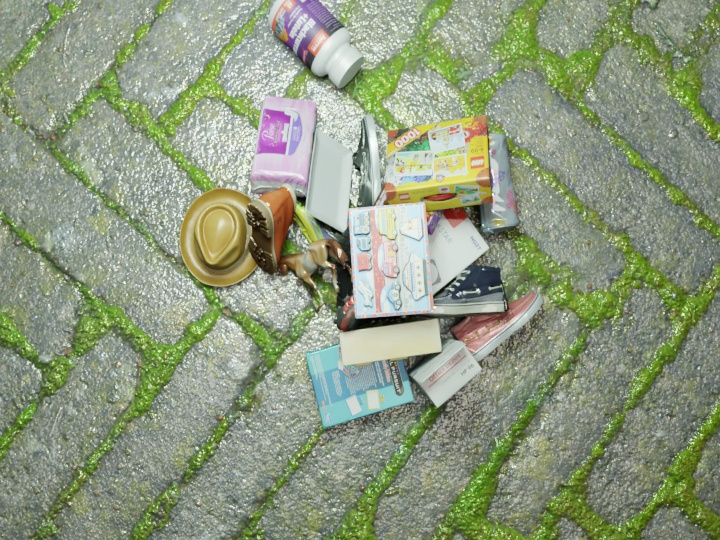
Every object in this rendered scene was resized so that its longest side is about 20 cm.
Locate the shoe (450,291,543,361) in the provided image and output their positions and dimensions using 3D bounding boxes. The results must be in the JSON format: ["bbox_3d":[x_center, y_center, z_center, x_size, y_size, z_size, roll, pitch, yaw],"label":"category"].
[{"bbox_3d":[0.280,0.091,1.284,0.199,0.071,0.092,-40,92,-1],"label":"shoe"}]

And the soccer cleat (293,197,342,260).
[{"bbox_3d":[-0.110,-0.101,1.287,0.199,0.064,0.085,42,127,12],"label":"soccer cleat"}]

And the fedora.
[{"bbox_3d":[-0.287,-0.071,1.267,0.193,0.082,0.208,0,87,-1],"label":"fedora"}]

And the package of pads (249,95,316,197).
[{"bbox_3d":[-0.154,-0.249,1.258,0.116,0.076,0.206,5,65,-2],"label":"package of pads"}]

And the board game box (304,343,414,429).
[{"bbox_3d":[-0.002,0.219,1.277,0.194,0.047,0.156,-15,86,-3],"label":"board game box"}]

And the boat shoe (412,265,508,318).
[{"bbox_3d":[0.194,0.042,1.232,0.193,0.075,0.096,-2,80,-8],"label":"boat shoe"}]

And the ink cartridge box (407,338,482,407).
[{"bbox_3d":[0.163,0.197,1.208,0.115,0.200,0.068,-39,88,-4],"label":"ink cartridge box"}]

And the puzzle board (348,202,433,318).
[{"bbox_3d":[0.056,-0.020,1.149,0.145,0.017,0.208,-5,84,5],"label":"puzzle board"}]

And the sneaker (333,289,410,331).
[{"bbox_3d":[0.044,0.064,1.182,0.197,0.071,0.099,-33,62,-12],"label":"sneaker"}]

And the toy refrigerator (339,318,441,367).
[{"bbox_3d":[0.057,0.143,1.224,0.193,0.076,0.073,-7,86,-3],"label":"toy refrigerator"}]

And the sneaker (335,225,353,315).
[{"bbox_3d":[0.000,0.000,1.261,0.074,0.086,0.207,20,112,38],"label":"sneaker"}]

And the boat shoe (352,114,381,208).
[{"bbox_3d":[0.011,-0.222,1.297,0.055,0.069,0.208,-4,89,-2],"label":"boat shoe"}]

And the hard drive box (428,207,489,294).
[{"bbox_3d":[0.140,-0.044,1.285,0.198,0.077,0.157,-39,89,-4],"label":"hard drive box"}]

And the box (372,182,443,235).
[{"bbox_3d":[0.123,-0.180,1.257,0.134,0.039,0.204,17,69,28],"label":"box"}]

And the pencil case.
[{"bbox_3d":[0.276,-0.180,1.291,0.089,0.082,0.207,-8,88,-41],"label":"pencil case"}]

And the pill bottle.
[{"bbox_3d":[-0.088,-0.480,1.286,0.200,0.111,0.112,44,86,1],"label":"pill bottle"}]

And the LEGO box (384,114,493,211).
[{"bbox_3d":[0.150,-0.200,1.186,0.193,0.078,0.153,-6,59,17],"label":"LEGO box"}]

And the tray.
[{"bbox_3d":[-0.065,-0.180,1.260,0.106,0.022,0.206,25,56,-34],"label":"tray"}]

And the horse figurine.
[{"bbox_3d":[-0.085,-0.006,1.244,0.049,0.199,0.135,-23,80,-46],"label":"horse figurine"}]

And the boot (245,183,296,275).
[{"bbox_3d":[-0.167,-0.078,1.228,0.074,0.203,0.107,33,54,17],"label":"boot"}]
